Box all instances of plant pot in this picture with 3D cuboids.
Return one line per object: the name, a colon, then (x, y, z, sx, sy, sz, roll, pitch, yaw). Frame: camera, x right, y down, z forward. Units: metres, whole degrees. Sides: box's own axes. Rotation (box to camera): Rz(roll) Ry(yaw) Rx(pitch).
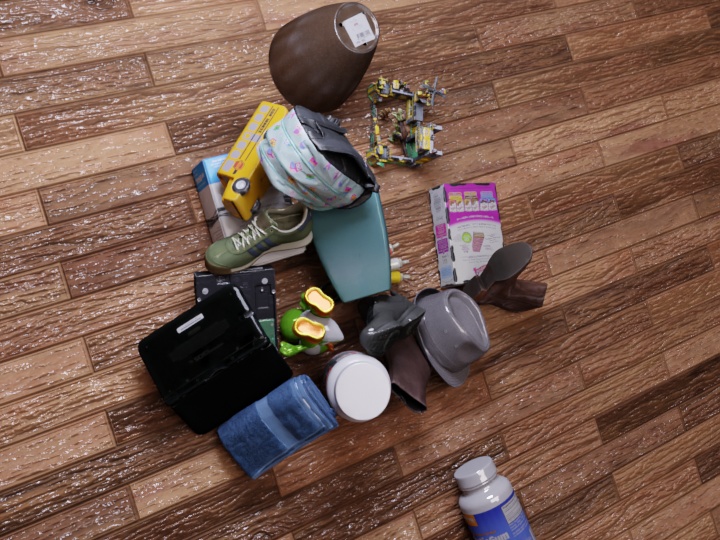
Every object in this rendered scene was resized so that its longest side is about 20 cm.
plant pot: (-0.013, -0.050, 1.658, 0.139, 0.141, 0.204, -15, 89, 3)
plant pot: (-0.048, -0.412, 1.691, 0.184, 0.199, 0.191, 5, 80, -27)

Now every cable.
cable: (0.000, 0.000, 1.737, 0.197, 0.050, 0.099, -21, 90, -29)

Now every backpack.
backpack: (-0.075, -0.180, 1.495, 0.168, 0.126, 0.199, 54, 15, 23)

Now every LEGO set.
LEGO set: (0.091, -0.295, 1.793, 0.151, 0.115, 0.204, 14, 75, -25)

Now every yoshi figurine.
yoshi figurine: (-0.101, 0.095, 1.602, 0.111, 0.200, 0.114, -19, 75, -11)

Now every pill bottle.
pill bottle: (0.256, 0.469, 1.765, 0.111, 0.112, 0.203, -28, 95, -28)
pill bottle: (-0.008, 0.203, 1.604, 0.113, 0.200, 0.118, 0, 87, -7)

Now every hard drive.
hard drive: (-0.211, 0.096, 1.568, 0.137, 0.038, 0.204, -6, 105, -16)

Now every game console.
game console: (-0.242, 0.152, 1.541, 0.198, 0.116, 0.178, -32, 79, -2)

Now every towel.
towel: (-0.142, 0.264, 1.547, 0.112, 0.198, 0.049, 52, 21, -14)

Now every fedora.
fedora: (0.185, 0.114, 1.761, 0.202, 0.090, 0.177, 58, 35, -7)

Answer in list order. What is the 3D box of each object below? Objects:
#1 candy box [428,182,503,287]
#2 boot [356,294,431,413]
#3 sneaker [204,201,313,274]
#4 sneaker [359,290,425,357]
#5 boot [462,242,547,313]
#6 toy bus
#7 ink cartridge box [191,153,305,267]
candy box: (0.219, -0.072, 1.859, 0.134, 0.061, 0.204, -3, 83, -29)
boot: (0.063, 0.150, 1.693, 0.200, 0.072, 0.167, 45, 26, -22)
sneaker: (-0.168, -0.065, 1.526, 0.197, 0.091, 0.068, -19, 58, -21)
sneaker: (0.039, 0.090, 1.631, 0.090, 0.077, 0.199, 39, 24, 14)
boot: (0.325, 0.020, 1.818, 0.198, 0.186, 0.065, 14, 51, -39)
toy bus: (-0.179, -0.187, 1.554, 0.202, 0.077, 0.065, -62, 154, -21)
ink cartridge box: (-0.199, -0.107, 1.628, 0.144, 0.084, 0.204, -16, 90, -28)
